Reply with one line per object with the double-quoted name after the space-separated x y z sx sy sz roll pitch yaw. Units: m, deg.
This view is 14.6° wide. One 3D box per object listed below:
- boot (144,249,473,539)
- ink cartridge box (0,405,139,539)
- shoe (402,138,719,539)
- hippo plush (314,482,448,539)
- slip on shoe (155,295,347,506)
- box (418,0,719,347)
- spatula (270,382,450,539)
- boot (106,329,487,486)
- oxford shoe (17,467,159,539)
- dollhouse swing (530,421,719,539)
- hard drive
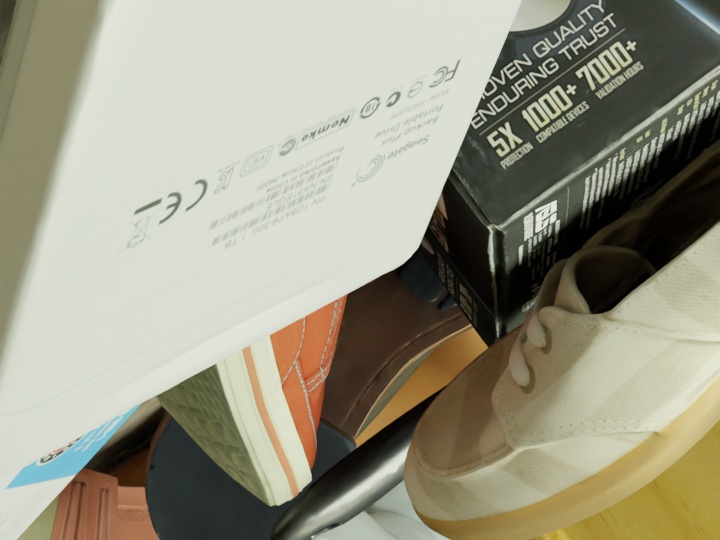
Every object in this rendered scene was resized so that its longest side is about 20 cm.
0.000 0.000 0.862 0.200 0.075 0.097 -50 -172 -2 "boot"
-0.145 0.051 0.590 0.200 0.067 0.116 -26 166 -46 "ink cartridge box"
0.081 -0.004 0.669 0.200 0.053 0.070 -36 -157 24 "shoe"
0.000 0.134 1.351 0.199 0.160 0.161 -24 -155 18 "hippo plush"
-0.027 -0.002 0.681 0.061 0.074 0.200 -39 156 -19 "slip on shoe"
0.075 -0.071 0.711 0.164 0.086 0.200 -35 170 -2 "box"
0.058 0.022 0.764 0.200 0.021 0.057 -29 169 -17 "spatula"
-0.026 0.050 1.008 0.155 0.077 0.200 -29 176 -15 "boot"
-0.085 0.104 0.946 0.074 0.071 0.200 -9 157 32 "oxford shoe"
0.170 0.049 1.036 0.200 0.176 0.182 -45 -176 39 "dollhouse swing"
-0.009 -0.058 0.512 0.132 0.027 0.200 -28 151 -40 "hard drive"
